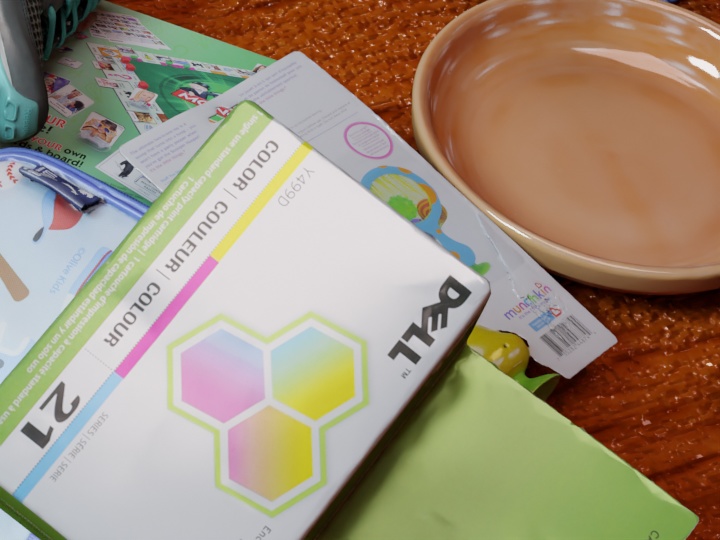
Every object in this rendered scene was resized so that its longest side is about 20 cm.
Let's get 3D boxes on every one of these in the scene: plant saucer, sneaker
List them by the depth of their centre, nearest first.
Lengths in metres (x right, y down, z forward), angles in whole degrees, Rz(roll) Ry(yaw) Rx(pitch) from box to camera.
[{"bbox_3d":[-0.147,-0.136,0.928,0.091,0.078,0.201,0,47,-17],"label":"sneaker"},{"bbox_3d":[0.120,-0.058,0.972,0.199,0.038,0.201,6,46,-7],"label":"plant saucer"}]

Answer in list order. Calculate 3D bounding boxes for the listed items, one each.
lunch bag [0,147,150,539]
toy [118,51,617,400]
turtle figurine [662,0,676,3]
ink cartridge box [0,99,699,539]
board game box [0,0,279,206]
[{"bbox_3d":[-0.114,0.060,0.734,0.160,0.076,0.200,29,75,17],"label":"lunch bag"},{"bbox_3d":[0.000,0.000,0.884,0.200,0.047,0.115,41,48,19],"label":"toy"},{"bbox_3d":[0.100,-0.212,1.020,0.144,0.194,0.200,-33,88,-2],"label":"turtle figurine"},{"bbox_3d":[-0.003,0.067,0.659,0.200,0.076,0.148,37,76,7],"label":"ink cartridge box"},{"bbox_3d":[-0.149,-0.079,0.941,0.199,0.029,0.135,20,45,8],"label":"board game box"}]
